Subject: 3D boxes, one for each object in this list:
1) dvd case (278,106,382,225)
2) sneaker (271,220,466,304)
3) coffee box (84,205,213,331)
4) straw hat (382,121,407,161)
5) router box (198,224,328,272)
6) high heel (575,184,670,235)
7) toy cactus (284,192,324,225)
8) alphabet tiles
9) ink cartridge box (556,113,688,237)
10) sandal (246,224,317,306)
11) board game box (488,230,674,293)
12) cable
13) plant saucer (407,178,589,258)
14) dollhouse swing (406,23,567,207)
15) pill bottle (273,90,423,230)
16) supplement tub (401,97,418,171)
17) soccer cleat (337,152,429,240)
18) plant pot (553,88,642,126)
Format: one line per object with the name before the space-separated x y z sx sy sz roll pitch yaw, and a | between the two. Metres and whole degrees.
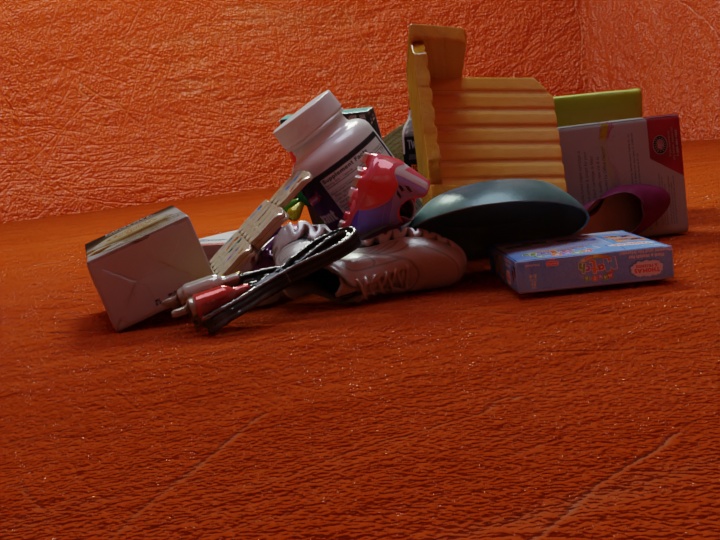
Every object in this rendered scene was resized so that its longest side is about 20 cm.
dvd case | -0.020 -0.122 1.836 0.146 0.201 0.022 -2 26 33
sneaker | 0.009 0.002 1.367 0.199 0.075 0.081 1 36 -3
coffee box | -0.226 -0.007 1.428 0.114 0.080 0.200 -25 10 -9
straw hat | 0.101 -0.107 1.842 0.200 0.202 0.085 -7 29 -6
router box | -0.114 -0.022 1.699 0.199 0.049 0.179 -2 8 28
high heel | 0.294 -0.057 1.571 0.199 0.068 0.096 -23 6 -18
toy cactus | -0.018 -0.100 1.790 0.199 0.166 0.102 9 14 31
alphabet tiles | -0.123 -0.033 1.467 0.196 0.015 0.200 -48 10 -2
ink cartridge box | 0.291 -0.110 1.666 0.199 0.146 0.083 -7 6 -10
sandal | -0.087 -0.020 1.474 0.082 0.050 0.203 -7 22 15
board game box | 0.218 -0.011 1.370 0.151 0.037 0.200 -6 5 -1
cable | -0.092 0.002 1.284 0.200 0.050 0.097 -29 13 -5
plant saucer | 0.141 -0.057 1.429 0.199 0.036 0.200 -5 -15 -1
dollhouse swing | 0.149 -0.158 1.511 0.175 0.201 0.182 -5 -15 -1
pill bottle | -0.009 -0.104 1.562 0.111 0.200 0.111 -36 9 7
supplement tub | 0.115 -0.118 1.655 0.122 0.201 0.123 -7 6 1
soccer cleat | 0.020 -0.058 1.416 0.076 0.067 0.200 22 -24 2
plant pot | 0.310 -0.162 1.940 0.198 0.182 0.200 -5 7 12
